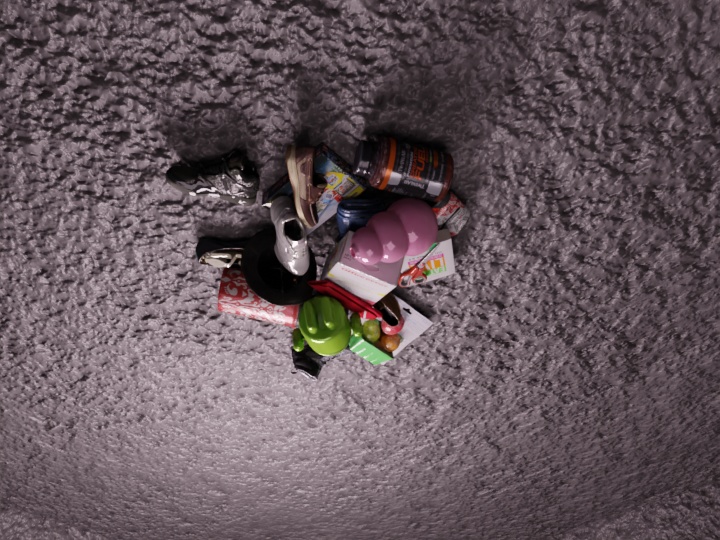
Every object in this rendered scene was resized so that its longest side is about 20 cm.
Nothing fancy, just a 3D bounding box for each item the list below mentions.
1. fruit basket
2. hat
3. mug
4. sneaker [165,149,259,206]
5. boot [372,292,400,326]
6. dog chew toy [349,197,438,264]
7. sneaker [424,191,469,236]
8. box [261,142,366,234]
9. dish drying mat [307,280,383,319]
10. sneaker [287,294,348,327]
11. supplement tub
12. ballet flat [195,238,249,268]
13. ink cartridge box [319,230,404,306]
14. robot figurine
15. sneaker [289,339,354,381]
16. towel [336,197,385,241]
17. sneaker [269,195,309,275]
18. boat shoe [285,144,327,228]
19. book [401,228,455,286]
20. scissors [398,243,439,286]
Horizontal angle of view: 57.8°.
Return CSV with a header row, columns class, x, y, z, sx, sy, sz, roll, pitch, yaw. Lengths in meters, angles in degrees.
class,x,y,z,sx,sy,sz,roll,pitch,yaw
fruit basket,0.067,0.157,1.772,0.184,0.094,0.200,34,111,-32
hat,-0.202,0.001,1.530,0.199,0.204,0.080,27,151,-28
mug,-0.251,0.079,1.629,0.196,0.134,0.180,9,124,-7
sneaker,-0.304,-0.208,1.370,0.196,0.077,0.115,11,134,-17
boot,0.040,0.057,1.632,0.073,0.076,0.201,-35,111,12
dog chew toy,0.066,-0.074,1.369,0.198,0.125,0.126,-25,143,-24
sneaker,0.160,-0.097,1.504,0.107,0.068,0.201,31,125,-27
box,-0.103,-0.173,1.437,0.199,0.038,0.136,-34,128,30
dish drying mat,-0.034,0.072,1.560,0.076,0.018,0.199,-1,154,45
sneaker,-0.117,0.116,1.701,0.197,0.092,0.076,-22,143,23
supplement tub,0.086,-0.213,1.353,0.196,0.108,0.108,11,136,-13
ballet flat,-0.295,-0.034,1.555,0.196,0.074,0.074,3,137,-5
ink cartridge box,0.000,0.000,1.494,0.143,0.085,0.200,21,159,-10
robot figurine,-0.083,0.134,1.569,0.172,0.117,0.201,-16,155,0
sneaker,-0.101,0.249,1.815,0.196,0.116,0.076,1,157,0
towel,0.005,-0.089,1.490,0.109,0.049,0.201,-2,151,2
sneaker,-0.152,-0.059,1.437,0.074,0.100,0.202,-22,130,-11
boat shoe,-0.102,-0.174,1.360,0.071,0.073,0.202,-5,130,6
book,0.154,-0.032,1.542,0.131,0.049,0.200,-12,156,7
scissors,0.133,-0.009,1.513,0.072,0.014,0.201,-4,155,-8
